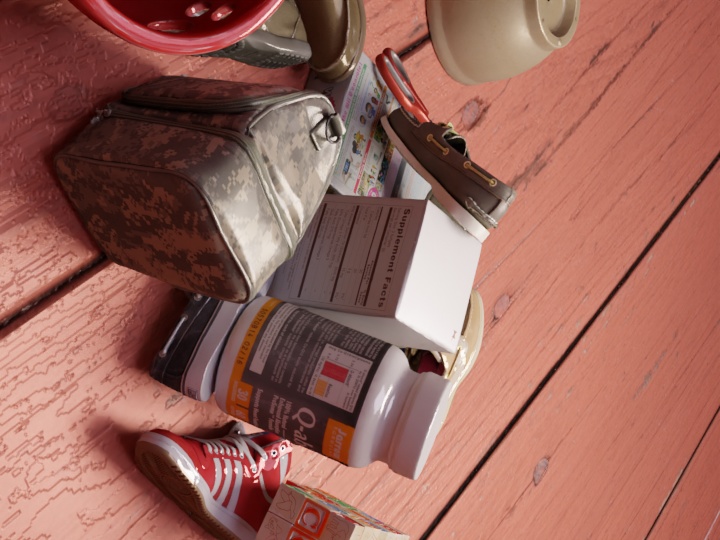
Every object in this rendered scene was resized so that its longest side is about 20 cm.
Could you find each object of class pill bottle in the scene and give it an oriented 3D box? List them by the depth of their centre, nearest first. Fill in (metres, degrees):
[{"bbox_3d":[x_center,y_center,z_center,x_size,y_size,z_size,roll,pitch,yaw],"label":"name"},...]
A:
[{"bbox_3d":[-0.024,0.109,0.988,0.116,0.197,0.118,20,90,-78],"label":"pill bottle"}]

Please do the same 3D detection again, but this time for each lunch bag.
[{"bbox_3d":[-0.128,-0.087,0.894,0.168,0.198,0.141,-49,133,-33],"label":"lunch bag"}]

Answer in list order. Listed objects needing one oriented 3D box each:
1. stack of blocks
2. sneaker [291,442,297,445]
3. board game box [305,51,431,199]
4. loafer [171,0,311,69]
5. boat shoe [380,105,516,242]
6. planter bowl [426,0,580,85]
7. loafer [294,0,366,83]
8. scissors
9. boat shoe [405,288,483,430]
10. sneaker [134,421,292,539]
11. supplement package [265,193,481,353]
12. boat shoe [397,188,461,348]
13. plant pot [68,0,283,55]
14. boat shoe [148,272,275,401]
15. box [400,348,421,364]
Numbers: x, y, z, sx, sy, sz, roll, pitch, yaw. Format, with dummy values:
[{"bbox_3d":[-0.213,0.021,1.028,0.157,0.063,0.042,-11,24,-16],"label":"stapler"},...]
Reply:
[{"bbox_3d":[-0.035,0.261,1.081,0.059,0.114,0.200,-64,158,-8],"label":"stack of blocks"},{"bbox_3d":[-0.031,0.148,1.124,0.200,0.073,0.090,-50,146,-66],"label":"sneaker"},{"bbox_3d":[0.008,-0.122,1.181,0.200,0.063,0.150,38,63,-50],"label":"board game box"},{"bbox_3d":[-0.121,-0.235,0.994,0.199,0.074,0.071,1,82,-58],"label":"loafer"},{"bbox_3d":[0.086,-0.109,1.082,0.060,0.202,0.072,-45,136,10],"label":"boat shoe"},{"bbox_3d":[0.189,-0.333,1.339,0.199,0.133,0.204,-10,102,-52],"label":"planter bowl"},{"bbox_3d":[-0.042,-0.291,1.087,0.067,0.075,0.204,0,85,-52],"label":"loafer"},{"bbox_3d":[0.073,-0.158,1.185,0.201,0.014,0.074,55,20,-24],"label":"scissors"},{"bbox_3d":[0.085,0.099,1.239,0.069,0.073,0.203,47,59,-52],"label":"boat shoe"},{"bbox_3d":[-0.132,0.174,1.023,0.113,0.070,0.201,-59,144,-25],"label":"sneaker"},{"bbox_3d":[0.000,0.000,1.071,0.117,0.197,0.119,33,69,-50],"label":"supplement package"},{"bbox_3d":[0.074,-0.010,1.188,0.066,0.073,0.202,-43,152,-65],"label":"boat shoe"},{"bbox_3d":[-0.156,-0.274,0.805,0.197,0.182,0.204,-10,112,-26],"label":"plant pot"},{"bbox_3d":[-0.132,0.022,1.006,0.072,0.067,0.202,86,26,-65],"label":"boat shoe"},{"bbox_3d":[0.046,0.099,1.281,0.137,0.039,0.203,-40,125,-43],"label":"box"}]
